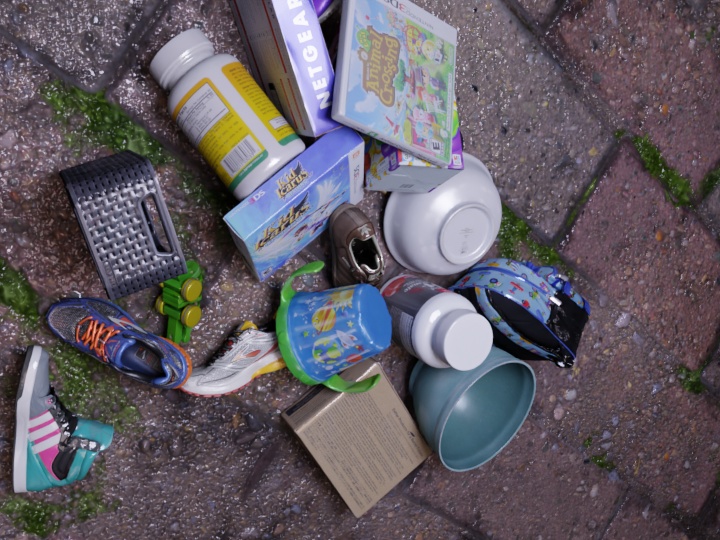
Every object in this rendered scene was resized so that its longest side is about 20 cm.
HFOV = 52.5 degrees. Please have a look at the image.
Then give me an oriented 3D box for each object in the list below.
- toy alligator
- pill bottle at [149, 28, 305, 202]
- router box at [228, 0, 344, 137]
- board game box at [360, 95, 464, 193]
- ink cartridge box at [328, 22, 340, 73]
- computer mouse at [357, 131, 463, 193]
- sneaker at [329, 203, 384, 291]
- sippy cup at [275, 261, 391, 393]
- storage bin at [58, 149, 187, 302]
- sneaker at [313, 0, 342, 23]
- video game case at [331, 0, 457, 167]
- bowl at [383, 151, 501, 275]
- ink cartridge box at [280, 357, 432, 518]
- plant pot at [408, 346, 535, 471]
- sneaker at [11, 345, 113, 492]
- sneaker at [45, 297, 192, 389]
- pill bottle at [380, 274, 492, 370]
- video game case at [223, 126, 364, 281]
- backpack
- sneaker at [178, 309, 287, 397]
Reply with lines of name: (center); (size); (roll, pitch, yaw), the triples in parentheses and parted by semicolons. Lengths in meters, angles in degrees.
toy alligator: (-0.242, 0.056, 1.002); (0.054, 0.059, 0.202); (-33, 138, -51)
pill bottle: (-0.170, -0.196, 0.917); (0.113, 0.113, 0.201); (-40, 93, -11)
router box: (-0.096, -0.275, 0.919); (0.048, 0.179, 0.202); (-24, 112, -17)
board game box: (0.064, -0.221, 1.006); (0.104, 0.103, 0.203); (0, 77, -25)
ink cartridge box: (-0.014, -0.300, 0.998); (0.037, 0.095, 0.202); (23, 92, -23)
computer mouse: (0.072, -0.177, 1.095); (0.198, 0.046, 0.142); (18, 92, -28)
sneaker: (0.000, 0.000, 1.056); (0.070, 0.076, 0.201); (-30, 136, -15)
sippy cup: (-0.030, 0.081, 1.030); (0.178, 0.129, 0.141); (41, 39, -45)
storage bin: (-0.286, -0.059, 0.867); (0.093, 0.200, 0.137); (-21, 110, -19)
sneaker: (-0.046, -0.426, 0.975); (0.099, 0.069, 0.202); (30, 84, -21)
video game case: (0.049, -0.251, 0.914); (0.180, 0.022, 0.203); (17, 70, -35)
bowl: (0.141, -0.071, 1.106); (0.199, 0.090, 0.204); (-11, 119, -20)
ink cartridge box: (-0.003, 0.256, 1.146); (0.164, 0.075, 0.201); (-37, 114, -15)
plant pot: (0.160, 0.195, 1.161); (0.198, 0.134, 0.202); (-21, 128, -28)
sneaker: (-0.382, 0.195, 0.946); (0.119, 0.084, 0.203); (4, 108, -21)
sneaker: (-0.312, 0.092, 0.940); (0.198, 0.078, 0.076); (24, 88, -4)
pill bottle: (0.107, 0.079, 1.086); (0.109, 0.200, 0.112); (-6, 104, -25)
video game case: (-0.080, -0.085, 0.977); (0.200, 0.182, 0.045); (-41, 76, -12)
backpack: (0.240, 0.052, 1.157); (0.199, 0.182, 0.136); (39, 67, -23)
sneaker: (-0.174, 0.116, 1.039); (0.198, 0.078, 0.083); (-24, 108, -28)
